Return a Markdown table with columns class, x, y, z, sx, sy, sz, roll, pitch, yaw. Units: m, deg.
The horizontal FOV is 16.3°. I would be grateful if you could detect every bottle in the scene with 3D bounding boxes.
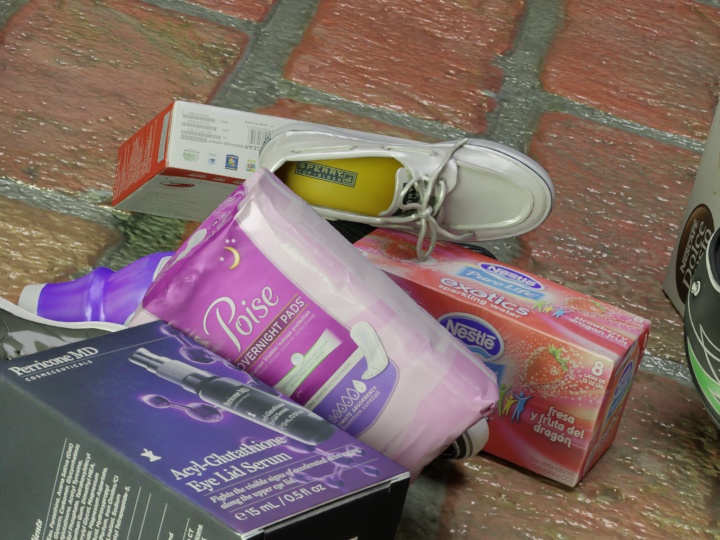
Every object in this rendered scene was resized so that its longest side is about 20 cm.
| class | x | y | z | sx | sy | sz | roll | pitch | yaw |
| --- | --- | --- | --- | --- | --- | --- | --- | --- | --- |
| bottle | -0.114 | 0.029 | 1.572 | 0.199 | 0.084 | 0.065 | -1 | 29 | 12 |

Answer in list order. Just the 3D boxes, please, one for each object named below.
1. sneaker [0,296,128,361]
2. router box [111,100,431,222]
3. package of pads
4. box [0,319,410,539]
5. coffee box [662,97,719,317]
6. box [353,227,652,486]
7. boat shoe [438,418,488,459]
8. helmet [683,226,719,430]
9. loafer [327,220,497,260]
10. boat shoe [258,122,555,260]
| class | x | y | z | sx | sy | sz | roll | pitch | yaw |
| --- | --- | --- | --- | --- | --- | --- | --- | --- | --- |
| sneaker | -0.195 | 0.070 | 1.491 | 0.199 | 0.071 | 0.099 | 18 | 28 | 12 |
| router box | -0.062 | -0.066 | 1.805 | 0.199 | 0.049 | 0.179 | 9 | -10 | -16 |
| package of pads | -0.026 | 0.047 | 1.484 | 0.200 | 0.121 | 0.076 | 42 | 15 | -6 |
| box | -0.100 | 0.124 | 1.367 | 0.200 | 0.105 | 0.148 | 29 | 26 | 29 |
| coffee box | 0.369 | -0.022 | 1.903 | 0.199 | 0.200 | 0.198 | 9 | 22 | -15 |
| box | 0.079 | 0.052 | 1.671 | 0.199 | 0.095 | 0.103 | 22 | 21 | 16 |
| boat shoe | -0.012 | 0.076 | 1.611 | 0.200 | 0.069 | 0.057 | 27 | 57 | 24 |
| helmet | 0.316 | 0.050 | 1.705 | 0.200 | 0.201 | 0.190 | -7 | -9 | -44 |
| loafer | 0.000 | 0.000 | 1.798 | 0.200 | 0.068 | 0.070 | 8 | -7 | -6 |
| boat shoe | 0.032 | -0.052 | 1.663 | 0.201 | 0.075 | 0.086 | 11 | 19 | -5 |
